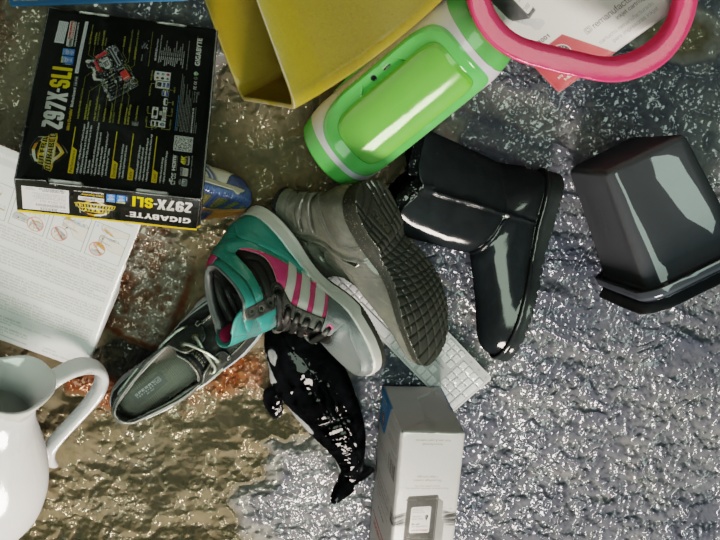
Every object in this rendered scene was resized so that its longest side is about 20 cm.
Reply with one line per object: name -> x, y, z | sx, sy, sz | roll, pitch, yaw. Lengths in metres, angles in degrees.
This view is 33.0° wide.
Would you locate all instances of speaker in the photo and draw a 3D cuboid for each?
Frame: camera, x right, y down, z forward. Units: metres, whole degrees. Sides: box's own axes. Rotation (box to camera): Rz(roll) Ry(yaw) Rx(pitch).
speaker -> 0.041, -0.165, 1.125 | 0.199, 0.089, 0.089 | -37, 107, 24

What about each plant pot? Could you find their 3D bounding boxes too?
plant pot -> -0.040, -0.272, 1.066 | 0.175, 0.200, 0.202 | -24, 106, -13

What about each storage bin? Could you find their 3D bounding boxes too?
storage bin -> 0.285, -0.056, 1.161 | 0.144, 0.200, 0.136 | -25, 97, 0

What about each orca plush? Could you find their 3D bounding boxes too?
orca plush -> -0.043, 0.147, 1.227 | 0.104, 0.071, 0.203 | -12, 106, -4

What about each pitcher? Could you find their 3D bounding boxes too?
pitcher -> -0.332, 0.170, 1.167 | 0.170, 0.121, 0.202 | -6, 130, -35

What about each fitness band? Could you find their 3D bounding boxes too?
fitness band -> 0.186, -0.239, 1.030 | 0.197, 0.038, 0.145 | 12, 110, -6

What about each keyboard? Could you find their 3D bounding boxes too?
keyboard -> 0.050, 0.061, 1.249 | 0.056, 0.011, 0.200 | -43, 105, 5

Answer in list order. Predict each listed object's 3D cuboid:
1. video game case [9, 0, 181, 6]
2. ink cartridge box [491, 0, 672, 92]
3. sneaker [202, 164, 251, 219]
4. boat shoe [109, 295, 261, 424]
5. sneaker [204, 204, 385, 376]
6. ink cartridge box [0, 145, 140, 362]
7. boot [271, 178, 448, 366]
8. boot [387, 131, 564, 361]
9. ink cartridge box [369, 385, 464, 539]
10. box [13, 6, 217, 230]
video game case -> -0.236, -0.306, 1.059 | 0.197, 0.018, 0.145 | 5, 107, 27
ink cartridge box -> 0.172, -0.287, 1.104 | 0.200, 0.084, 0.144 | 43, 134, -14
sneaker -> -0.191, -0.107, 1.142 | 0.198, 0.075, 0.089 | 13, 62, -29
boat shoe -> -0.162, 0.087, 1.196 | 0.200, 0.071, 0.072 | -42, 104, 1
sneaker -> -0.076, 0.045, 1.148 | 0.200, 0.084, 0.121 | 47, 56, 3
ink cartridge box -> -0.299, -0.017, 1.138 | 0.161, 0.057, 0.202 | 21, 115, -11
boot -> 0.000, 0.000, 1.180 | 0.068, 0.130, 0.202 | -41, 115, -37
boot -> 0.097, -0.025, 1.197 | 0.166, 0.076, 0.203 | 13, 97, -13
ink cartridge box -> 0.054, 0.232, 1.238 | 0.066, 0.116, 0.203 | 2, 107, -9
box -> -0.211, -0.138, 1.079 | 0.157, 0.202, 0.050 | 4, 146, -8
